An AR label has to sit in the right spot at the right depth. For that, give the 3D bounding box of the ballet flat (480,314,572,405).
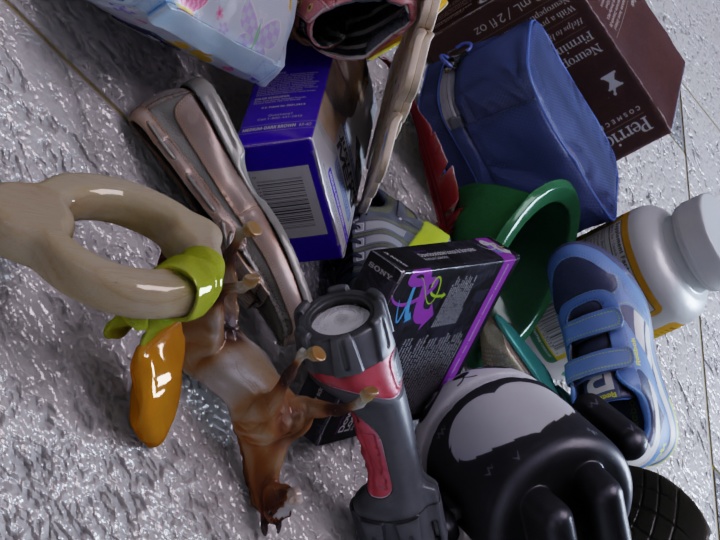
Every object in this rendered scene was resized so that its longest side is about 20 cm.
[{"bbox_3d":[0.143,0.113,1.603,0.200,0.062,0.068,45,13,-36],"label":"ballet flat"}]

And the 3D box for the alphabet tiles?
[{"bbox_3d":[0.034,-0.146,1.441,0.015,0.200,0.197,14,74,-4],"label":"alphabet tiles"}]

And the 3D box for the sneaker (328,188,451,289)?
[{"bbox_3d":[0.000,0.000,1.470,0.081,0.074,0.200,42,28,-2],"label":"sneaker"}]

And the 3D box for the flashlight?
[{"bbox_3d":[0.004,0.108,1.300,0.068,0.068,0.201,-29,127,-25],"label":"flashlight"}]

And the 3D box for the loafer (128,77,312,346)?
[{"bbox_3d":[-0.097,-0.033,1.335,0.063,0.072,0.201,-23,84,-21],"label":"loafer"}]

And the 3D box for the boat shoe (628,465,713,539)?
[{"bbox_3d":[0.200,0.197,1.528,0.076,0.200,0.074,-41,130,-20],"label":"boat shoe"}]

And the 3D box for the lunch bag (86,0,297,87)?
[{"bbox_3d":[-0.142,-0.231,1.354,0.169,0.127,0.201,21,39,-55],"label":"lunch bag"}]

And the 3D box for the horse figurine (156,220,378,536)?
[{"bbox_3d":[-0.074,0.056,1.241,0.200,0.133,0.050,52,44,8],"label":"horse figurine"}]

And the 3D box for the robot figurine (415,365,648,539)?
[{"bbox_3d":[0.119,0.148,1.412,0.150,0.125,0.200,16,14,-31],"label":"robot figurine"}]

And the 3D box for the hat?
[{"bbox_3d":[0.075,-0.042,1.645,0.176,0.201,0.165,28,5,26],"label":"hat"}]

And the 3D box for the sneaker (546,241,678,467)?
[{"bbox_3d":[0.204,0.071,1.595,0.082,0.074,0.201,-16,83,-62],"label":"sneaker"}]

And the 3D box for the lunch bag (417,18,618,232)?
[{"bbox_3d":[0.129,-0.115,1.711,0.200,0.132,0.136,57,24,-22],"label":"lunch bag"}]

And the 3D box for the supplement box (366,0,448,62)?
[{"bbox_3d":[-0.033,-0.267,1.589,0.201,0.109,0.110,58,27,-10],"label":"supplement box"}]

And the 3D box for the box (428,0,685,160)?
[{"bbox_3d":[0.190,-0.210,1.864,0.200,0.165,0.164,53,28,-17],"label":"box"}]

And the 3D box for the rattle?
[{"bbox_3d":[-0.190,0.004,1.165,0.199,0.143,0.131,14,46,-13],"label":"rattle"}]

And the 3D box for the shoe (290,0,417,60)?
[{"bbox_3d":[-0.045,-0.200,1.419,0.072,0.199,0.091,55,33,-44],"label":"shoe"}]

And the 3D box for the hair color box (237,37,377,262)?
[{"bbox_3d":[-0.037,-0.108,1.452,0.200,0.064,0.110,-81,161,-51],"label":"hair color box"}]

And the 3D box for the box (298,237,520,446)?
[{"bbox_3d":[0.034,0.048,1.401,0.036,0.143,0.200,33,17,21],"label":"box"}]

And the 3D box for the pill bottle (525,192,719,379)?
[{"bbox_3d":[0.236,0.010,1.711,0.113,0.199,0.113,40,35,-36],"label":"pill bottle"}]
